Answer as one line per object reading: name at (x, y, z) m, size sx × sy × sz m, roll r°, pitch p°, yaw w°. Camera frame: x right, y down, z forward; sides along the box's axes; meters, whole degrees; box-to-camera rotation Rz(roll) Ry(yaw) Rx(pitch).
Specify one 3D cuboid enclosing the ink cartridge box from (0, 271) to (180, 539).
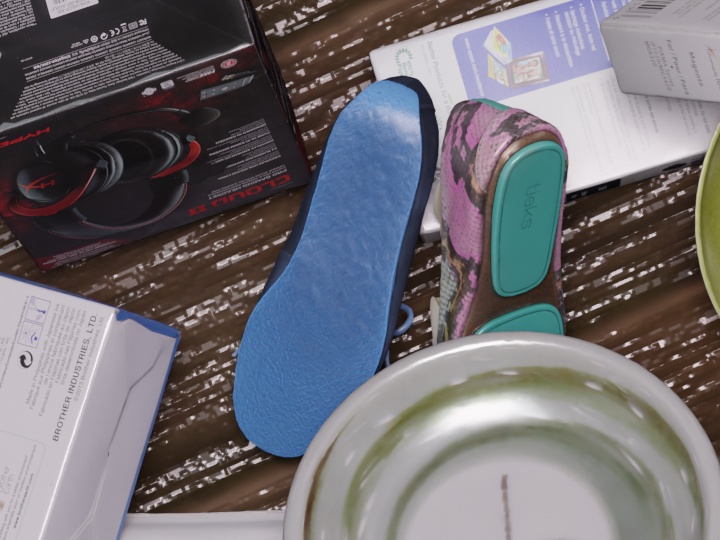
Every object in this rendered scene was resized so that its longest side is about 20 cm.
ink cartridge box at (-0.204, 0.063, 1.346) m, size 0.199 × 0.076 × 0.137 m, roll 15°, pitch 83°, yaw 24°

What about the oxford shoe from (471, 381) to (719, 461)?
oxford shoe at (0.140, 0.096, 1.313) m, size 0.199 × 0.071 × 0.075 m, roll 9°, pitch 112°, yaw -9°

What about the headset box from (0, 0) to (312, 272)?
headset box at (-0.111, -0.077, 1.315) m, size 0.148 × 0.200 × 0.075 m, roll -18°, pitch 70°, yaw 1°

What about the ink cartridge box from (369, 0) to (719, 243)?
ink cartridge box at (0.112, -0.089, 1.378) m, size 0.199 × 0.039 × 0.100 m, roll -16°, pitch 81°, yaw 4°

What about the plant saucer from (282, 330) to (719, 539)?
plant saucer at (0.066, 0.122, 1.238) m, size 0.199 × 0.050 × 0.201 m, roll -5°, pitch 55°, yaw 7°

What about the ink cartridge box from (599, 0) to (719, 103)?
ink cartridge box at (0.238, -0.141, 1.278) m, size 0.200 × 0.173 × 0.044 m, roll -36°, pitch 118°, yaw -28°

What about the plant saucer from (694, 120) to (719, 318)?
plant saucer at (0.257, -0.031, 1.335) m, size 0.199 × 0.031 × 0.201 m, roll -1°, pitch 101°, yaw -6°

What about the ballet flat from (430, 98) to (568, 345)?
ballet flat at (0.062, 0.006, 1.337) m, size 0.069 × 0.071 × 0.201 m, roll -16°, pitch 124°, yaw -27°

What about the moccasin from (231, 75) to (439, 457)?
moccasin at (0.000, 0.000, 1.347) m, size 0.080 × 0.068 × 0.201 m, roll 28°, pitch 113°, yaw 7°

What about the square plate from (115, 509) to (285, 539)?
square plate at (-0.104, 0.215, 1.329) m, size 0.197 × 0.028 × 0.201 m, roll -2°, pitch 81°, yaw 23°
